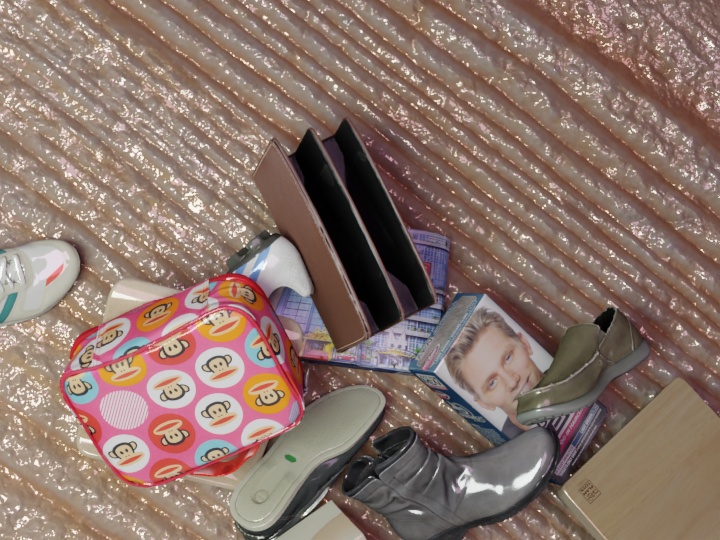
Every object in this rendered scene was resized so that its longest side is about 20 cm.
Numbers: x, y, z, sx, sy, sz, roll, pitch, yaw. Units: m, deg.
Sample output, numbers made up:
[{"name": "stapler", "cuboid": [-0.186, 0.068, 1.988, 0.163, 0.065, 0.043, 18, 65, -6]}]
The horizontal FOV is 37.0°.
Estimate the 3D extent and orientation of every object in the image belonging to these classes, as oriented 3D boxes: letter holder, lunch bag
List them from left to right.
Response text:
[{"name": "lunch bag", "cuboid": [-0.150, 0.111, 0.970, 0.198, 0.082, 0.177, -22, 118, 9]}, {"name": "letter holder", "cuboid": [-0.010, -0.039, 1.020, 0.100, 0.142, 0.202, -25, 87, -15]}]

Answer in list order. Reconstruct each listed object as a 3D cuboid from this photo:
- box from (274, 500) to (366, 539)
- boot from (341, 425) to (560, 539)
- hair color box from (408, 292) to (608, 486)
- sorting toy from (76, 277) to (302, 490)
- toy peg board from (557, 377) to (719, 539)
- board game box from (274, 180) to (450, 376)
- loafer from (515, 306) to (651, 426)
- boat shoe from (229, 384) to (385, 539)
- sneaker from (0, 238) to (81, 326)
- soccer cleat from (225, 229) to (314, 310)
[{"name": "box", "cuboid": [-0.077, 0.324, 1.030, 0.199, 0.078, 0.096, -34, 116, -15]}, {"name": "boot", "cuboid": [0.087, 0.194, 1.051, 0.199, 0.070, 0.132, -40, 114, 15]}, {"name": "hair color box", "cuboid": [0.155, 0.124, 1.116, 0.200, 0.060, 0.100, 41, 73, -19]}, {"name": "sorting toy", "cuboid": [-0.167, 0.111, 1.037, 0.183, 0.037, 0.202, 15, 117, -10]}, {"name": "toy peg board", "cuboid": [0.329, 0.261, 1.145, 0.199, 0.098, 0.199, -35, 75, -25]}, {"name": "board game box", "cuboid": [0.000, 0.000, 1.122, 0.197, 0.062, 0.203, 8, 80, -12]}, {"name": "loafer", "cuboid": [0.214, 0.093, 1.077, 0.199, 0.075, 0.070, -26, 89, -44]}, {"name": "boat shoe", "cuboid": [-0.049, 0.194, 1.086, 0.071, 0.068, 0.200, 30, 61, 33]}, {"name": "sneaker", "cuboid": [-0.361, 0.019, 1.017, 0.198, 0.093, 0.071, -18, 86, -15]}, {"name": "soccer cleat", "cuboid": [-0.132, 0.048, 1.043, 0.199, 0.070, 0.087, -38, 92, 17]}]
